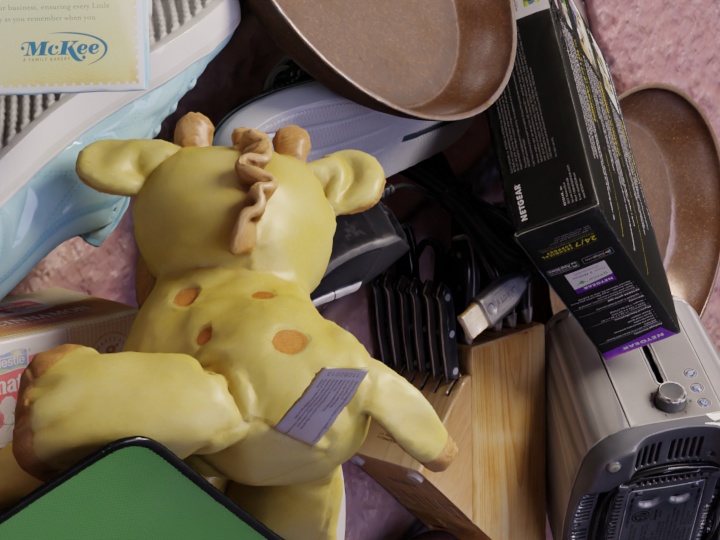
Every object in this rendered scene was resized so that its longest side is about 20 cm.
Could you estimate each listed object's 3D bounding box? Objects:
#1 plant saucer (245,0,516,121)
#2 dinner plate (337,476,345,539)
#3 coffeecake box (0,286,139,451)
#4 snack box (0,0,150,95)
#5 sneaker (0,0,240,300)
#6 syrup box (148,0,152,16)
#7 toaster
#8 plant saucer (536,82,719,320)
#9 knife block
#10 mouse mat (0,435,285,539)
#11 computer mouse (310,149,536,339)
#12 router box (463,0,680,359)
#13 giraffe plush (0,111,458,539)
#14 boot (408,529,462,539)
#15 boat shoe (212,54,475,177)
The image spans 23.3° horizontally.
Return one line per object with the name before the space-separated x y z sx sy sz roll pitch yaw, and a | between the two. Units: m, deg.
plant saucer | -0.002 -0.158 0.870 0.200 0.034 0.201 27 48 -34
dinner plate | -0.062 0.145 0.840 0.200 0.024 0.201 -17 111 -50
coffeecake box | -0.173 0.120 0.776 0.153 0.073 0.201 -12 107 -45
snack box | -0.182 -0.125 0.665 0.199 0.037 0.117 -3 103 -12
sneaker | -0.127 -0.058 0.796 0.200 0.074 0.082 -41 135 -24
syrup box | -0.142 -0.206 0.732 0.081 0.079 0.201 -13 108 -44
toaster | 0.165 0.108 1.058 0.113 0.129 0.200 -8 138 -6
plant saucer | 0.172 -0.024 1.141 0.200 0.037 0.201 -12 107 -44
knife block | 0.073 0.060 1.032 0.200 0.064 0.176 46 66 -42
mouse mat | -0.105 0.145 0.712 0.161 0.008 0.200 -33 140 7
computer mouse | 0.000 0.000 0.906 0.200 0.140 0.046 -30 155 -42
router box | 0.114 -0.072 0.964 0.149 0.051 0.201 48 28 -51
giraffe plush | -0.061 0.020 0.728 0.172 0.200 0.163 21 48 -34
boot | -0.020 0.165 0.949 0.200 0.072 0.167 -38 127 -31
boat shoe | -0.019 -0.080 0.903 0.200 0.071 0.072 -18 137 -51
